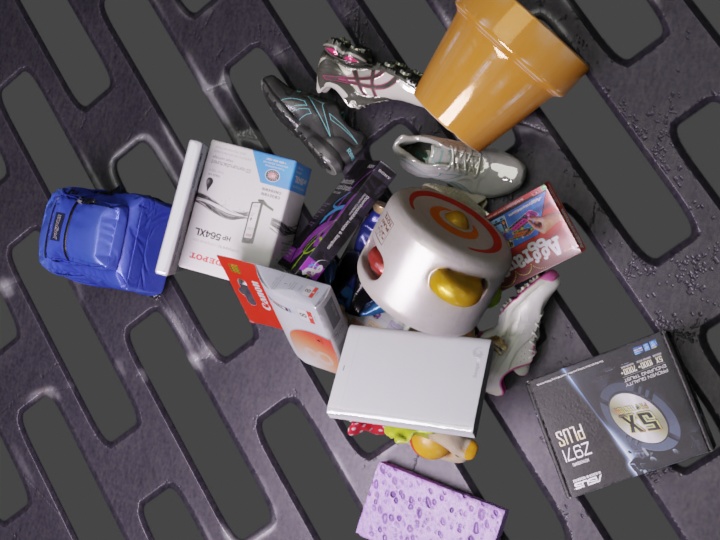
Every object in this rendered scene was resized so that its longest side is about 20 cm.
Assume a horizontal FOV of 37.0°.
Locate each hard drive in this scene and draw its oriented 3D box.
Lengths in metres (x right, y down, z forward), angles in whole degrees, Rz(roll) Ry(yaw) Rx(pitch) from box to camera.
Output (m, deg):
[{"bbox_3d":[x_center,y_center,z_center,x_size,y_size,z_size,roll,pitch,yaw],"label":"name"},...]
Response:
[{"bbox_3d":[0.066,0.143,1.414,0.199,0.026,0.133,5,61,20],"label":"hard drive"}]

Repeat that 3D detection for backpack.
[{"bbox_3d":[-0.412,-0.059,1.688,0.199,0.168,0.164,10,82,30],"label":"backpack"}]

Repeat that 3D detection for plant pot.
[{"bbox_3d":[0.177,-0.271,1.466,0.200,0.200,0.183,45,105,18],"label":"plant pot"}]

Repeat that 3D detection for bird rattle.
[{"bbox_3d":[0.074,0.225,1.492,0.163,0.200,0.113,33,62,-11],"label":"bird rattle"}]

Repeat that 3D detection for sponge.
[{"bbox_3d":[0.100,0.357,1.529,0.199,0.030,0.112,18,92,22],"label":"sponge"}]

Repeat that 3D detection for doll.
[{"bbox_3d":[0.000,0.000,1.544,0.136,0.048,0.201,32,102,21],"label":"doll"}]

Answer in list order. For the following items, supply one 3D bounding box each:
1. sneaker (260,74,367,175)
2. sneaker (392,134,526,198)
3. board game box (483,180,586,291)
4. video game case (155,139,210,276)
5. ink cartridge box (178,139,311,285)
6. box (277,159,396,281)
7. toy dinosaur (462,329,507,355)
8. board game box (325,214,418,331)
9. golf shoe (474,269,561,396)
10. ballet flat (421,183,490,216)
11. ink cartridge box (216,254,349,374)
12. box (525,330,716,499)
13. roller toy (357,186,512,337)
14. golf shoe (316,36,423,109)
[{"bbox_3d":[-0.073,-0.232,1.634,0.079,0.075,0.200,-40,73,-8],"label":"sneaker"},{"bbox_3d":[0.136,-0.151,1.533,0.199,0.080,0.071,13,88,20],"label":"sneaker"},{"bbox_3d":[0.201,-0.033,1.463,0.200,0.019,0.103,-30,91,39],"label":"board game box"},{"bbox_3d":[-0.265,-0.093,1.630,0.023,0.182,0.201,15,91,-2],"label":"video game case"},{"bbox_3d":[-0.175,-0.081,1.634,0.145,0.084,0.201,15,90,13],"label":"ink cartridge box"},{"bbox_3d":[-0.036,-0.073,1.542,0.036,0.143,0.200,40,86,-15],"label":"box"},{"bbox_3d":[0.110,0.091,1.486,0.199,0.058,0.102,27,83,25],"label":"toy dinosaur"},{"bbox_3d":[0.024,0.042,1.579,0.153,0.040,0.201,33,97,20],"label":"board game box"},{"bbox_3d":[0.220,0.088,1.490,0.091,0.075,0.200,43,109,10],"label":"golf shoe"},{"bbox_3d":[0.175,-0.069,1.530,0.200,0.068,0.062,41,70,16],"label":"ballet flat"},{"bbox_3d":[-0.112,0.063,1.526,0.199,0.163,0.050,13,55,28],"label":"ink cartridge box"},{"bbox_3d":[0.343,0.190,1.421,0.199,0.086,0.165,-22,79,18],"label":"box"},{"bbox_3d":[0.098,-0.017,1.405,0.182,0.200,0.140,36,117,16],"label":"roller toy"},{"bbox_3d":[0.026,-0.274,1.593,0.199,0.077,0.089,28,109,20],"label":"golf shoe"}]
